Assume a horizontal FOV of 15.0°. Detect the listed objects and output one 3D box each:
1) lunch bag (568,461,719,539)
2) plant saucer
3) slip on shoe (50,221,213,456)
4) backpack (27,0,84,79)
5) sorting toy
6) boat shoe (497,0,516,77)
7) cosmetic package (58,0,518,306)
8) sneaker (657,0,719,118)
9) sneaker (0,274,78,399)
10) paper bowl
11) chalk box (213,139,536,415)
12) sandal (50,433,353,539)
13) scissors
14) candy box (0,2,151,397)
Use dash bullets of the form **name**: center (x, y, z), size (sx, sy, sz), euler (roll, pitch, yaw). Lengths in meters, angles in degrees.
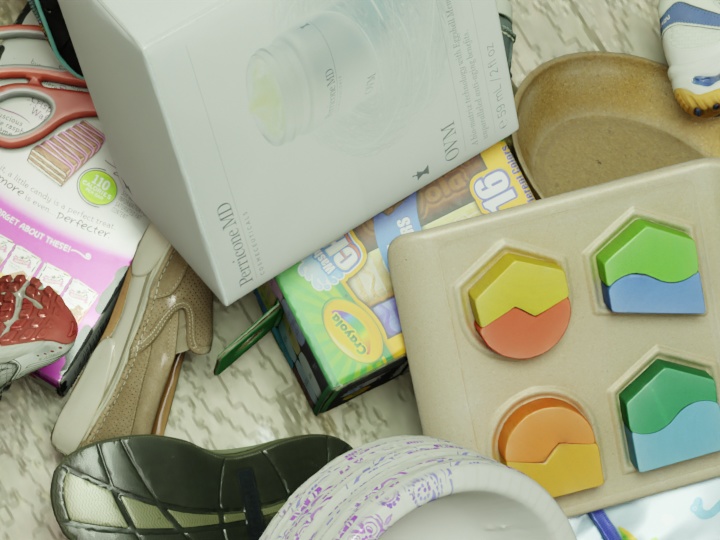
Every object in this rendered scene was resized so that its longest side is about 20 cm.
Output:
- **lunch bag**: center (0.155, 0.110, 1.594), size (0.160, 0.082, 0.200), euler (-31, 83, -7)
- **plant saucer**: center (0.173, -0.047, 1.603), size (0.199, 0.035, 0.201), euler (16, 42, -15)
- **slip on shoe**: center (-0.109, 0.027, 1.571), size (0.060, 0.076, 0.201), euler (27, 94, 6)
- **backpack**: center (-0.126, -0.229, 1.504), size (0.175, 0.200, 0.154), euler (-20, 55, 8)
- **sorting toy**: center (0.128, 0.047, 1.505), size (0.199, 0.036, 0.186), euler (-13, 109, -3)
- **boat shoe**: center (-0.004, -0.127, 1.625), size (0.199, 0.073, 0.062), euler (-3, 76, -11)
- **cosmetic package**: center (-0.039, -0.124, 1.447), size (0.200, 0.200, 0.123), euler (-31, 50, -13)
- **sneaker**: center (0.273, -0.158, 1.612), size (0.199, 0.075, 0.089), euler (-16, 82, -7)
- **sneaker**: center (-0.224, 0.066, 1.534), size (0.082, 0.200, 0.078), euler (51, 40, -16)
- **paper bowl**: center (0.016, 0.186, 1.458), size (0.200, 0.104, 0.202), euler (-11, 108, -35)
- **chalk box**: center (0.000, 0.000, 1.576), size (0.199, 0.125, 0.124), euler (-25, 83, -10)
- **sandal**: center (-0.088, 0.135, 1.563), size (0.200, 0.057, 0.080), euler (1, 80, -34)
- **scissors**: center (-0.128, -0.105, 1.576), size (0.199, 0.014, 0.074), euler (0, 77, -2)
- **candy box**: center (-0.180, -0.047, 1.600), size (0.136, 0.061, 0.200), euler (31, 79, 2)
